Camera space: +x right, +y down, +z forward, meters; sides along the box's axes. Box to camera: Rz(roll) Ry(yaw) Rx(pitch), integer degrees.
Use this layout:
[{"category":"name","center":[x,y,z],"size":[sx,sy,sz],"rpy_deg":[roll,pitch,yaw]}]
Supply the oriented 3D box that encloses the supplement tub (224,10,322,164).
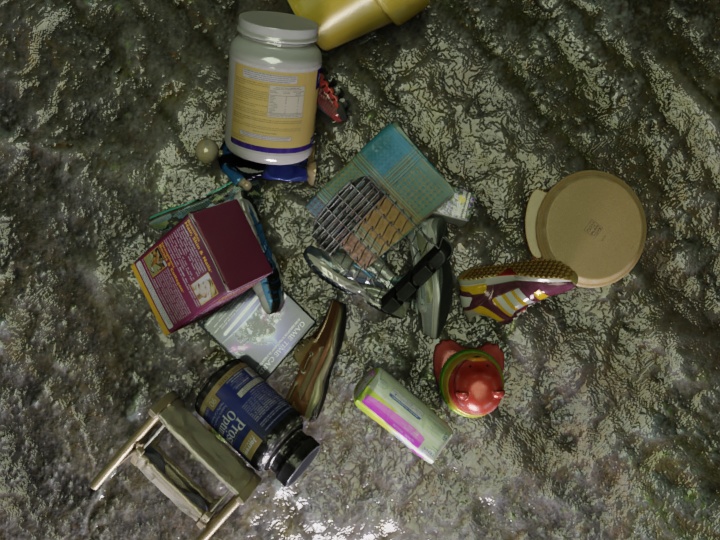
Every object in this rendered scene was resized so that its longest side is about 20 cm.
[{"category":"supplement tub","center":[-0.134,-0.281,1.270],"size":[0.142,0.146,0.204],"rpy_deg":[10,117,2]}]

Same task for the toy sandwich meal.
[{"category":"toy sandwich meal","center":[0.366,-0.066,1.352],"size":[0.199,0.070,0.211],"rpy_deg":[0,90,-1]}]

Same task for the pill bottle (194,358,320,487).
[{"category":"pill bottle","center":[-0.162,0.246,1.324],"size":[0.199,0.112,0.113],"rpy_deg":[40,90,14]}]

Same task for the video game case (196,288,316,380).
[{"category":"video game case","center":[-0.192,0.071,1.392],"size":[0.200,0.019,0.143],"rpy_deg":[43,91,2]}]

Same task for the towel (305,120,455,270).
[{"category":"towel","center":[0.029,-0.113,1.279],"size":[0.199,0.022,0.147],"rpy_deg":[-40,99,21]}]

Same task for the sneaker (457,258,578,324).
[{"category":"sneaker","center":[0.256,0.039,1.332],"size":[0.196,0.075,0.092],"rpy_deg":[-2,111,30]}]

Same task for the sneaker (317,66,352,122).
[{"category":"sneaker","center":[-0.101,-0.312,1.372],"size":[0.098,0.071,0.201],"rpy_deg":[-43,91,8]}]

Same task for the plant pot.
[{"category":"plant pot","center":[-0.015,-0.459,1.319],"size":[0.187,0.200,0.204],"rpy_deg":[-32,88,16]}]

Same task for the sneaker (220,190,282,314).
[{"category":"sneaker","center":[-0.190,-0.021,1.349],"size":[0.085,0.075,0.204],"rpy_deg":[-18,96,12]}]

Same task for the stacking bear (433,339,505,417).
[{"category":"stacking bear","center":[0.176,0.174,1.284],"size":[0.118,0.200,0.117],"rpy_deg":[5,89,2]}]

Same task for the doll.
[{"category":"doll","center":[-0.173,-0.186,1.357],"size":[0.195,0.049,0.139],"rpy_deg":[4,50,-12]}]

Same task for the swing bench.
[{"category":"swing bench","center":[-0.279,0.319,1.305],"size":[0.199,0.130,0.200],"rpy_deg":[44,112,2]}]

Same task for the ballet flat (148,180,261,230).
[{"category":"ballet flat","center":[-0.255,-0.096,1.374],"size":[0.196,0.074,0.076],"rpy_deg":[-24,88,3]}]

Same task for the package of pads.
[{"category":"package of pads","center":[0.059,0.220,1.288],"size":[0.154,0.200,0.069],"rpy_deg":[39,83,4]}]

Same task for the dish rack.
[{"category":"dish rack","center":[0.028,-0.043,1.268],"size":[0.200,0.055,0.153],"rpy_deg":[43,110,-7]}]

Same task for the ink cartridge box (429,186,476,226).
[{"category":"ink cartridge box","center":[0.084,-0.124,1.340],"size":[0.195,0.109,0.052],"rpy_deg":[16,89,3]}]

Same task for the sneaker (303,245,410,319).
[{"category":"sneaker","center":[0.000,0.000,1.365],"size":[0.197,0.078,0.088],"rpy_deg":[28,84,-7]}]

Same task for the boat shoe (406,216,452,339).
[{"category":"boat shoe","center":[0.109,0.012,1.342],"size":[0.063,0.074,0.207],"rpy_deg":[5,115,25]}]

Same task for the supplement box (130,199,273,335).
[{"category":"supplement box","center":[-0.251,-0.003,1.287],"size":[0.198,0.102,0.133],"rpy_deg":[-29,87,42]}]

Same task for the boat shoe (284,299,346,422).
[{"category":"boat shoe","center":[-0.077,0.145,1.359],"size":[0.072,0.076,0.205],"rpy_deg":[17,89,6]}]
